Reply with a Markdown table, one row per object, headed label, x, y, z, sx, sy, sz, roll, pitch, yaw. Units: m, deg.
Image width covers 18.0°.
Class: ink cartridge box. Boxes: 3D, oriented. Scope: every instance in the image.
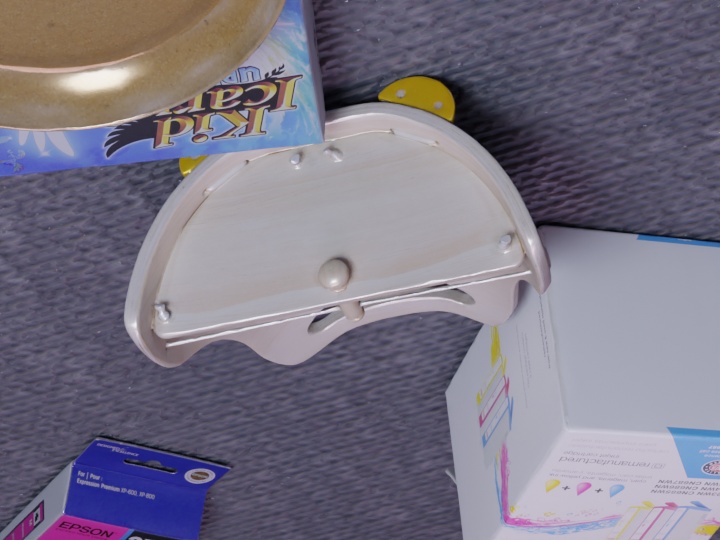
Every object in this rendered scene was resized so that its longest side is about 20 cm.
| label | x | y | z | sx | sy | sz | roll | pitch | yaw |
| --- | --- | --- | --- | --- | --- | --- | --- | --- | --- |
| ink cartridge box | 0.132 | 0.086 | 1.254 | 0.127 | 0.126 | 0.200 | 4 | 146 | -14 |
| ink cartridge box | -0.168 | 0.169 | 1.429 | 0.094 | 0.037 | 0.200 | 15 | 140 | -28 |

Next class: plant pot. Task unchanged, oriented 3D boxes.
| label | x | y | z | sx | sy | sz | roll | pitch | yaw |
| --- | --- | --- | --- | --- | --- | --- | --- | --- | --- |
| plant pot | -0.125 | -0.130 | 0.900 | 0.198 | 0.028 | 0.201 | -3 | 143 | -2 |

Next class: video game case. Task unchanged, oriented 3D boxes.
| label | x | y | z | sx | sy | sz | roll | pitch | yaw |
| --- | --- | --- | --- | --- | --- | --- | --- | --- | --- |
| video game case | -0.121 | -0.113 | 0.989 | 0.198 | 0.046 | 0.182 | -6 | 148 | 2 |

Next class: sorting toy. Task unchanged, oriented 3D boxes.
| label | x | y | z | sx | sy | sz | roll | pitch | yaw |
| --- | --- | --- | --- | --- | --- | --- | --- | --- | --- |
| sorting toy | 0.000 | 0.000 | 1.140 | 0.198 | 0.108 | 0.180 | -11 | 154 | 9 |
